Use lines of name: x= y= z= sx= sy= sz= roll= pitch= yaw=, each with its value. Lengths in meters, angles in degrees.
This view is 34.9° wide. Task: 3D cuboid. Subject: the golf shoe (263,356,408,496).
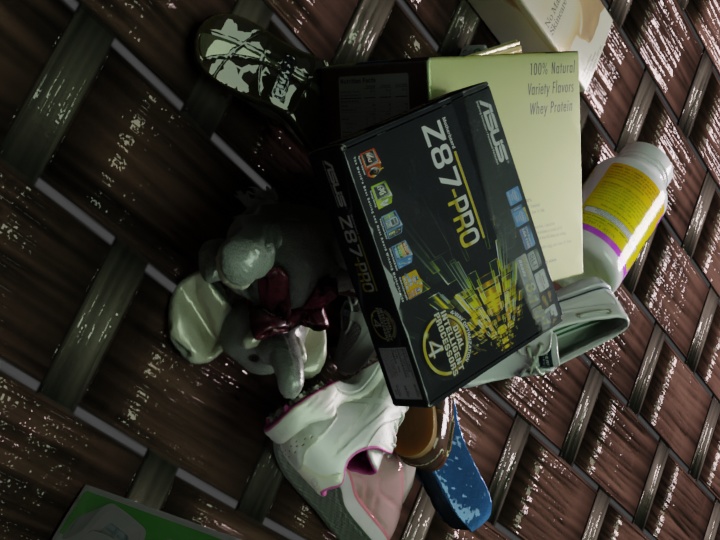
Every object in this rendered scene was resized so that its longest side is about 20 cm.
golf shoe: x=0.006 y=0.130 z=1.014 sx=0.199 sy=0.075 sz=0.092 roll=-23 pitch=77 yaw=-40

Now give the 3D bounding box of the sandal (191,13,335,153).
sandal: x=-0.069 y=-0.153 z=1.002 sx=0.199 sy=0.054 sz=0.083 roll=26 pitch=77 yaw=-32

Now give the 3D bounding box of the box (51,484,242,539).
box: x=-0.125 y=0.265 z=0.886 sx=0.177 sy=0.199 sz=0.097 roll=49 pitch=60 yaw=-39

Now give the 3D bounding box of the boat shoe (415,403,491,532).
boat shoe: x=0.062 y=0.177 z=1.178 sx=0.083 sy=0.068 sz=0.202 roll=-16 pitch=85 yaw=-32

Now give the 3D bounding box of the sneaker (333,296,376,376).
sneaker: x=0.000 y=0.000 z=1.102 sx=0.081 sy=0.075 sz=0.202 roll=17 pitch=82 yaw=-23

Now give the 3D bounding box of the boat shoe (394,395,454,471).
boat shoe: x=0.058 y=0.096 z=1.127 sx=0.070 sy=0.070 sz=0.202 roll=40 pitch=48 yaw=-54

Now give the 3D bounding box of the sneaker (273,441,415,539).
sneaker: x=-0.009 y=0.180 z=1.101 sx=0.105 sy=0.075 sz=0.201 roll=-56 pitch=135 yaw=-29

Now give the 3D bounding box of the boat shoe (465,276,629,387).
boat shoe: x=0.180 y=0.071 z=1.167 sx=0.199 sy=0.067 sz=0.074 roll=-29 pitch=133 yaw=-7

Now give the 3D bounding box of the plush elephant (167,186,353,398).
plush elephant: x=-0.068 y=0.030 z=0.948 sx=0.163 sy=0.200 sz=0.157 roll=2 pitch=108 yaw=-25

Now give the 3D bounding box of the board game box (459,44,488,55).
board game box: x=0.150 y=-0.135 z=1.260 sx=0.200 sy=0.034 sz=0.127 roll=41 pitch=65 yaw=-44

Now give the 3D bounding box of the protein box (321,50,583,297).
protein box: x=0.084 y=-0.087 z=1.016 sx=0.197 sy=0.134 sz=0.203 roll=-12 pitch=103 yaw=-41

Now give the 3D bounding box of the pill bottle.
pill bottle: x=0.308 y=-0.067 z=1.397 sx=0.200 sy=0.104 sz=0.105 roll=-51 pitch=130 yaw=-30

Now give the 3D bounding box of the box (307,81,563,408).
box: x=0.061 y=-0.021 z=0.862 sx=0.160 sy=0.049 sz=0.202 roll=-27 pitch=103 yaw=-38

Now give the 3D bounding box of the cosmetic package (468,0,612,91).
cosmetic package: x=0.194 y=-0.295 z=1.258 sx=0.200 sy=0.071 sz=0.106 roll=39 pitch=67 yaw=-44

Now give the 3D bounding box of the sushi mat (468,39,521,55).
sushi mat: x=0.110 y=-0.171 z=1.174 sx=0.199 sy=0.012 sz=0.097 roll=-26 pitch=114 yaw=-42
